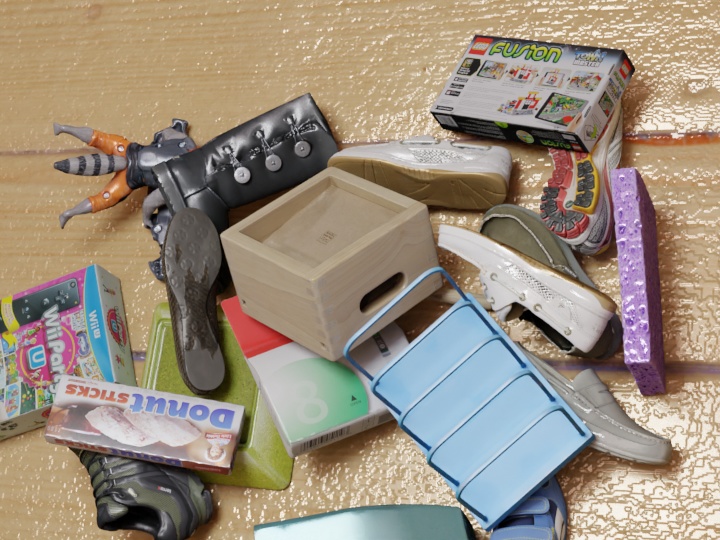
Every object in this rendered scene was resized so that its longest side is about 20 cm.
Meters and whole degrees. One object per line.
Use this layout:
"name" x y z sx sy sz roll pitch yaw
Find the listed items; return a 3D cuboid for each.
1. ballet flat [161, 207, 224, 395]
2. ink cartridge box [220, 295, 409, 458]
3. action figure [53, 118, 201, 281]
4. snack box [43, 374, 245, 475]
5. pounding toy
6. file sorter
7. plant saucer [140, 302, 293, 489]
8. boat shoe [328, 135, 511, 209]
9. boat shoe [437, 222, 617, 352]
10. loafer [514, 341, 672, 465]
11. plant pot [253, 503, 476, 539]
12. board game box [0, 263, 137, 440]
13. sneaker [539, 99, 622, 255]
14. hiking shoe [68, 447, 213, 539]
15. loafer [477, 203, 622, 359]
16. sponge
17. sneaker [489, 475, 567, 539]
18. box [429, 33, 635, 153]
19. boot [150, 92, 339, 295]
"ballet flat" -0.177 0.034 1.676 0.067 0.046 0.201 -5 80 -20
"ink cartridge box" -0.039 0.078 1.643 0.160 0.050 0.201 -20 65 -14
"action figure" -0.244 -0.089 1.770 0.192 0.105 0.201 -4 74 -7
"snack box" -0.224 0.160 1.637 0.199 0.024 0.072 9 61 5
"pounding toy" 0.000 0.000 1.625 0.200 0.143 0.184 -33 37 -28
"file sorter" 0.097 0.118 1.497 0.139 0.123 0.200 -41 61 3
"plant saucer" -0.161 0.127 1.704 0.199 0.048 0.201 2 73 21
"boat shoe" 0.066 -0.111 1.687 0.199 0.071 0.070 7 50 17
"boat shoe" 0.149 0.017 1.532 0.199 0.071 0.070 29 97 29
"loafer" 0.219 0.131 1.547 0.199 0.070 0.070 24 92 26
"plant pot" 0.019 0.306 1.528 0.199 0.141 0.142 -15 67 7
"board game box" -0.362 0.096 1.783 0.199 0.064 0.148 -19 67 13
"sneaker" 0.235 -0.104 1.627 0.077 0.082 0.201 -7 54 36
"hiking shoe" -0.253 0.218 1.649 0.199 0.076 0.101 34 41 10
"loafer" 0.182 0.010 1.590 0.200 0.069 0.075 49 128 26
"sponge" 0.274 0.012 1.544 0.030 0.112 0.201 -6 69 17
"sneaker" 0.161 0.260 1.518 0.074 0.082 0.201 -14 66 17
"box" 0.178 -0.188 1.649 0.199 0.035 0.110 15 66 43
"boot" -0.110 -0.085 1.746 0.199 0.066 0.166 -26 106 -11
